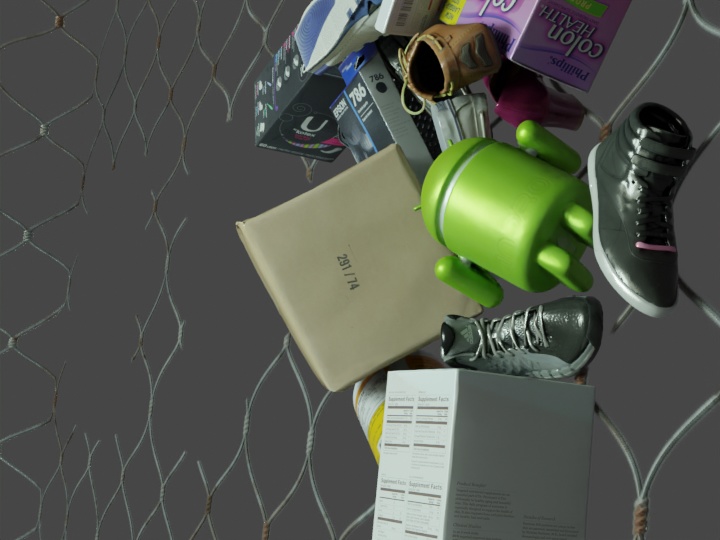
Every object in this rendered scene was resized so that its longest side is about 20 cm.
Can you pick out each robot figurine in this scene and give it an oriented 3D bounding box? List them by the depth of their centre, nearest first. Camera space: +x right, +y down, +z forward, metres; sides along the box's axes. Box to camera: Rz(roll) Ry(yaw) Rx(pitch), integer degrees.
[{"bbox_3d":[0.141,-0.054,1.409,0.200,0.116,0.176,29,89,33],"label":"robot figurine"}]

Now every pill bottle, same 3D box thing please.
[{"bbox_3d":[0.056,0.154,1.592,0.200,0.111,0.111,-116,41,-52],"label":"pill bottle"}]

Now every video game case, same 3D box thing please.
[{"bbox_3d":[0.110,-0.306,1.528,0.018,0.199,0.144,36,117,39],"label":"video game case"}]

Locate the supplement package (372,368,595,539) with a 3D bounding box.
[{"bbox_3d":[0.113,0.201,1.398,0.151,0.151,0.201,169,108,-65],"label":"supplement package"}]

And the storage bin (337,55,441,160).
[{"bbox_3d":[0.057,-0.226,1.740,0.135,0.093,0.201,-136,59,-62],"label":"storage bin"}]

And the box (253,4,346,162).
[{"bbox_3d":[-0.049,-0.240,1.943,0.200,0.122,0.107,136,137,-54],"label":"box"}]

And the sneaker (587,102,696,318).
[{"bbox_3d":[0.249,-0.061,1.280,0.099,0.070,0.201,120,153,-48],"label":"sneaker"}]

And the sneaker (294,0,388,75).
[{"bbox_3d":[0.028,-0.272,1.563,0.199,0.115,0.081,-44,45,34],"label":"sneaker"}]

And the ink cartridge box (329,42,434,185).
[{"bbox_3d":[0.021,-0.153,1.632,0.201,0.039,0.099,64,153,10],"label":"ink cartridge box"}]

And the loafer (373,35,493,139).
[{"bbox_3d":[0.080,-0.211,1.608,0.200,0.072,0.063,54,178,4],"label":"loafer"}]

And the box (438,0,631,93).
[{"bbox_3d":[0.186,-0.299,1.438,0.201,0.096,0.176,-66,27,13],"label":"box"}]

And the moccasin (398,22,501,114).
[{"bbox_3d":[0.073,-0.197,1.453,0.201,0.077,0.074,-150,38,-72],"label":"moccasin"}]

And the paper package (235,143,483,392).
[{"bbox_3d":[0.000,0.000,1.536,0.201,0.190,0.103,62,175,2],"label":"paper package"}]

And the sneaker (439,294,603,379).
[{"bbox_3d":[0.139,0.068,1.428,0.200,0.115,0.075,146,128,-59],"label":"sneaker"}]

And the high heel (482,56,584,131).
[{"bbox_3d":[0.146,-0.193,1.524,0.200,0.096,0.068,-139,61,-62],"label":"high heel"}]

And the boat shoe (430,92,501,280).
[{"bbox_3d":[0.132,-0.087,1.522,0.071,0.069,0.201,-112,4,-73],"label":"boat shoe"}]
